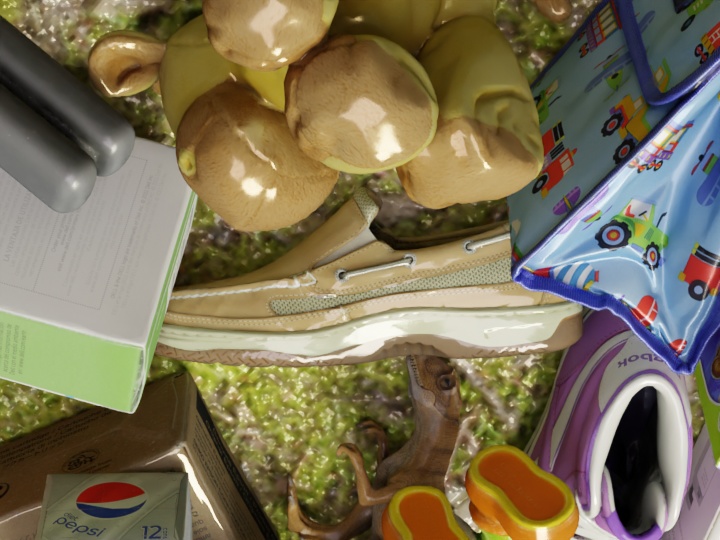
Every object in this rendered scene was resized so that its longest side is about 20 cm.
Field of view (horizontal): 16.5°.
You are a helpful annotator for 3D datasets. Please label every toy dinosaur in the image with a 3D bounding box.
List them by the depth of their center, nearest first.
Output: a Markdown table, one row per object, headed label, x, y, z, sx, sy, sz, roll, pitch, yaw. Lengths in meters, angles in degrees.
| label | x | y | z | sx | sy | sz | roll | pitch | yaw |
| --- | --- | --- | --- | --- | --- | --- | --- | --- | --- |
| toy dinosaur | 0.017 | 0.138 | 1.187 | 0.105 | 0.061 | 0.201 | -1 | 117 | -1 |

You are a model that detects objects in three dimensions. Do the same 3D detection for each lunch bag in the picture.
| label | x | y | z | sx | sy | sz | roll | pitch | yaw |
| --- | --- | --- | --- | --- | --- | --- | --- | --- | --- |
| lunch bag | 0.147 | -0.085 | 1.024 | 0.094 | 0.151 | 0.201 | 28 | 114 | -13 |

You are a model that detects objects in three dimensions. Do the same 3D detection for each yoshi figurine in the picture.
| label | x | y | z | sx | sy | sz | roll | pitch | yaw |
| --- | --- | --- | --- | --- | --- | --- | --- | --- | --- |
| yoshi figurine | 0.051 | 0.184 | 1.117 | 0.112 | 0.112 | 0.201 | 13 | 134 | 7 |

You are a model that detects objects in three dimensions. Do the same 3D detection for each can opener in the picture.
| label | x | y | z | sx | sy | sz | roll | pitch | yaw |
| --- | --- | --- | --- | --- | --- | --- | --- | --- | --- |
| can opener | -0.187 | -0.093 | 1.054 | 0.200 | 0.053 | 0.067 | 39 | 145 | 5 |

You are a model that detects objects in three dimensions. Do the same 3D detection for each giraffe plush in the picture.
| label | x | y | z | sx | sy | sz | roll | pitch | yaw |
| --- | --- | --- | --- | --- | --- | --- | --- | --- | --- |
| giraffe plush | -0.026 | -0.087 | 1.028 | 0.173 | 0.200 | 0.162 | 44 | 127 | -14 |

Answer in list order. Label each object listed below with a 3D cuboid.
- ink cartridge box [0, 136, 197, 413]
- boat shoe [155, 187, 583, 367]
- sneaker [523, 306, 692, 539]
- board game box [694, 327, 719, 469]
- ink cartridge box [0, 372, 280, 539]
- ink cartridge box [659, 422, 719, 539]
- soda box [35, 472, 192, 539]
| label | x | y | z | sx | sy | sz | roll | pitch | yaw |
| --- | --- | --- | --- | --- | --- | --- | --- | --- | --- |
| ink cartridge box | -0.177 | -0.020 | 1.073 | 0.199 | 0.104 | 0.059 | 15 | 146 | -2 |
| boat shoe | 0.000 | 0.000 | 1.122 | 0.198 | 0.072 | 0.077 | -4 | 100 | -2 |
| sneaker | 0.107 | 0.117 | 1.147 | 0.072 | 0.114 | 0.202 | 5 | 118 | -4 |
| board game box | 0.184 | -0.015 | 1.031 | 0.045 | 0.200 | 0.135 | 20 | 115 | -9 |
| ink cartridge box | -0.136 | 0.163 | 1.192 | 0.199 | 0.075 | 0.165 | -22 | 116 | 9 |
| ink cartridge box | 0.233 | 0.102 | 1.155 | 0.146 | 0.083 | 0.201 | 17 | 115 | -8 |
| soda box | -0.106 | 0.192 | 1.129 | 0.068 | 0.064 | 0.201 | -2 | 117 | 0 |
